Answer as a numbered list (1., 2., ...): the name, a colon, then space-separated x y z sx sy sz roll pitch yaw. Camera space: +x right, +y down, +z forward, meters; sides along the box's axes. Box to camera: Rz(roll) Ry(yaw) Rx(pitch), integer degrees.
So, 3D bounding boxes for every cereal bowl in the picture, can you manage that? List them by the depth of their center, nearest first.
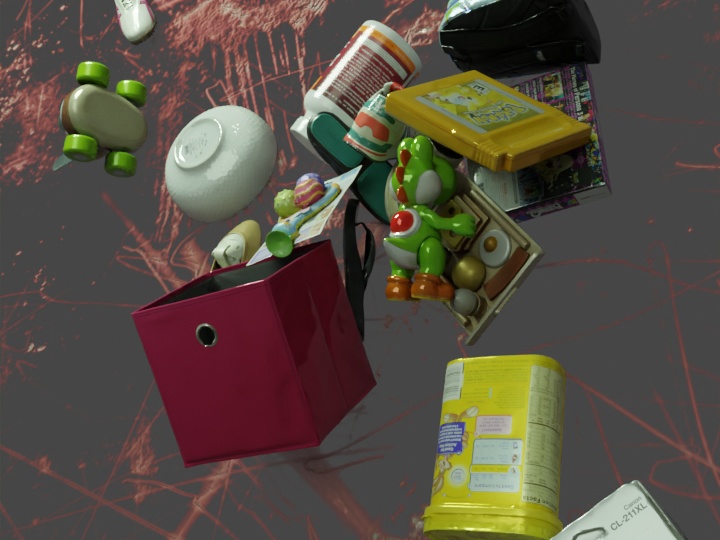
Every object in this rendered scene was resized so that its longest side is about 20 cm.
1. cereal bowl: -0.236 -0.182 1.513 0.199 0.083 0.201 -14 58 24

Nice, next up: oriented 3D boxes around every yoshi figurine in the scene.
1. yoshi figurine: 0.083 -0.062 1.165 0.111 0.112 0.202 1 87 1

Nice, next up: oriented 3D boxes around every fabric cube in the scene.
1. fabric cube: -0.125 0.098 1.158 0.195 0.200 0.201 -13 100 24

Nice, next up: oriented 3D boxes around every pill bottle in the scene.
1. pill bottle: -0.010 -0.258 1.395 0.113 0.113 0.200 35 85 40

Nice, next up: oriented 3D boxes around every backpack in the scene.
1. backpack: 0.206 -0.337 1.294 0.199 0.163 0.155 -20 46 29

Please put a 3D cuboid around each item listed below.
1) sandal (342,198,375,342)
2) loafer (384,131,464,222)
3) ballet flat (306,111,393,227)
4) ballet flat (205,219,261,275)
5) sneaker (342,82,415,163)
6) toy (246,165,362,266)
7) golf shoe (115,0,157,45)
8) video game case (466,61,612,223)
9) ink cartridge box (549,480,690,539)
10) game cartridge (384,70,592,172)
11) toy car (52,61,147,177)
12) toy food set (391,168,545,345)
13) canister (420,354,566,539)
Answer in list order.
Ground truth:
1. sandal: 0.000 0.001 1.279 0.042 0.076 0.202 -2 70 -4
2. loafer: 0.094 -0.145 1.267 0.068 0.075 0.201 16 84 67
3. ballet flat: 0.000 -0.140 1.324 0.073 0.073 0.200 -43 94 3
4. ballet flat: -0.197 0.004 1.395 0.068 0.063 0.201 -1 63 31
5. sneaker: 0.047 -0.207 1.287 0.070 0.200 0.094 35 113 11
6. toy: -0.077 -0.086 1.212 0.115 0.047 0.200 -23 24 27
7. golf shoe: -0.449 -0.519 1.830 0.072 0.092 0.201 -27 54 14
8. video game case: 0.226 -0.162 1.245 0.180 0.036 0.201 -17 56 25
9. ink cartridge box: 0.243 0.292 0.870 0.145 0.200 0.083 -39 50 7
10. game cartridge: 0.159 -0.190 1.182 0.176 0.033 0.200 -23 42 -38
11. toy car: -0.490 -0.249 1.676 0.199 0.157 0.166 -9 69 40
12. toy food set: 0.125 -0.022 1.186 0.144 0.060 0.200 -55 48 18
13. canister: 0.154 0.201 1.053 0.148 0.087 0.201 -6 60 29
